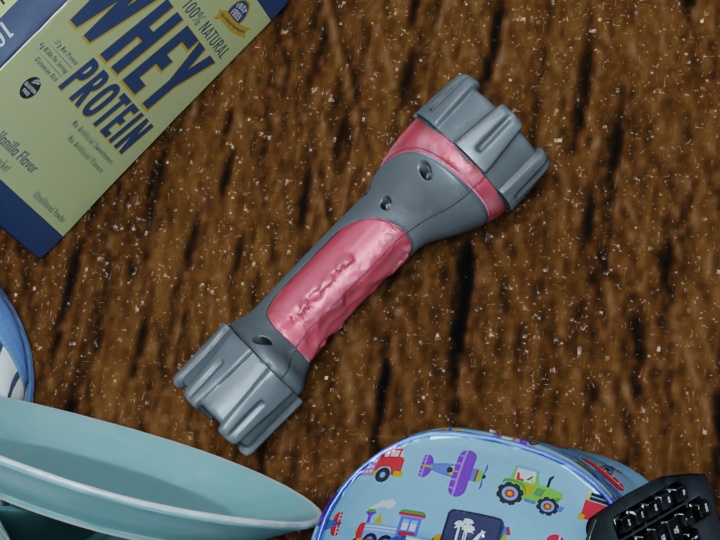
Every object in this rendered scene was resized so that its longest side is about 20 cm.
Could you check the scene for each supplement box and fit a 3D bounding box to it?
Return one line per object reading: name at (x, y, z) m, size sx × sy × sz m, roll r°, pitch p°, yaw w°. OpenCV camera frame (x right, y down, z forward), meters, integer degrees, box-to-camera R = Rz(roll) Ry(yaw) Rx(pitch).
supplement box at (-0.180, -0.159, 1.041) m, size 0.200 × 0.134 × 0.200 m, roll -46°, pitch 63°, yaw -3°

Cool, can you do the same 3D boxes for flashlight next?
flashlight at (0.000, 0.000, 0.960) m, size 0.200 × 0.068 × 0.068 m, roll -46°, pitch 66°, yaw -5°

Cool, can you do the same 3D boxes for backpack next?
backpack at (0.048, 0.155, 0.848) m, size 0.181 × 0.135 × 0.202 m, roll 11°, pitch 70°, yaw 21°

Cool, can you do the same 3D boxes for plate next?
plate at (-0.113, 0.090, 0.894) m, size 0.198 × 0.200 × 0.026 m, roll 17°, pitch 92°, yaw 23°

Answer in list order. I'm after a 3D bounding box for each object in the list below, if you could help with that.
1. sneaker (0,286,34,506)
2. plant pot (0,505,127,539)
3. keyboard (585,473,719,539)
sneaker at (-0.203, 0.069, 0.990) m, size 0.073 × 0.082 × 0.202 m, roll -21°, pitch 63°, yaw 11°
plant pot at (-0.172, 0.217, 0.884) m, size 0.199 × 0.141 × 0.142 m, roll -35°, pitch 75°, yaw 10°
keyboard at (0.152, 0.173, 0.794) m, size 0.039 × 0.104 × 0.202 m, roll -10°, pitch 99°, yaw 44°
